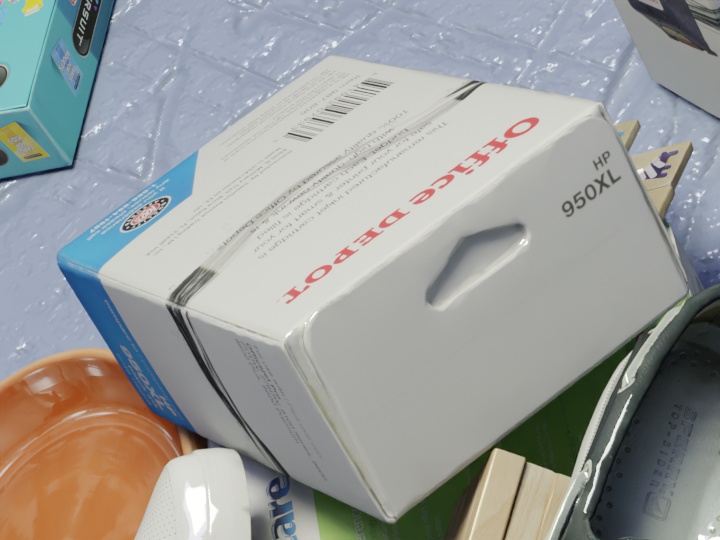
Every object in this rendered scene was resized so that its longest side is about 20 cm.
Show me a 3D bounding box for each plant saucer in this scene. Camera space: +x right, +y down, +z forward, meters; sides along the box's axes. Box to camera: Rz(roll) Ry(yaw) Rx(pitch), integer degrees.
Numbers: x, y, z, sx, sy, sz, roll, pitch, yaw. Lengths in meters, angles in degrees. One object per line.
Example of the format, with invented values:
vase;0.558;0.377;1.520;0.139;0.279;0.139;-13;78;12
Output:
plant saucer;-0.130;0.129;1.138;0.200;0.032;0.200;-26;49;34

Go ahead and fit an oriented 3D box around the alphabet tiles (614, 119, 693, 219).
alphabet tiles;0.031;-0.002;1.103;0.200;0.006;0.166;-14;27;31

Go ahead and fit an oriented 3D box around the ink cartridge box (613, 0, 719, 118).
ink cartridge box;0.161;-0.172;1.138;0.145;0.200;0.084;-45;47;-11

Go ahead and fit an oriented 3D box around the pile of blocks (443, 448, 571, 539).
pile of blocks;0.049;0.147;0.906;0.062;0.082;0.200;20;39;-4

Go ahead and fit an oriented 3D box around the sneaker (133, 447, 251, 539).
sneaker;-0.108;0.156;1.011;0.074;0.116;0.200;-147;68;-76

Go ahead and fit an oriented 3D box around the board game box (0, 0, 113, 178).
board game box;-0.202;-0.130;1.426;0.151;0.047;0.200;-9;49;24

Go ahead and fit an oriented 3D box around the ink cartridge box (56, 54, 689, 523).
ink cartridge box;0.000;0.000;1.017;0.145;0.084;0.200;-37;23;-18

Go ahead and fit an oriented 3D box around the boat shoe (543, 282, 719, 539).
boat shoe;0.085;0.092;0.840;0.076;0.060;0.200;17;60;-5

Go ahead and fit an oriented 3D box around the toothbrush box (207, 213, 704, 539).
toothbrush box;0.051;0.088;1.058;0.200;0.086;0.146;-22;43;11
